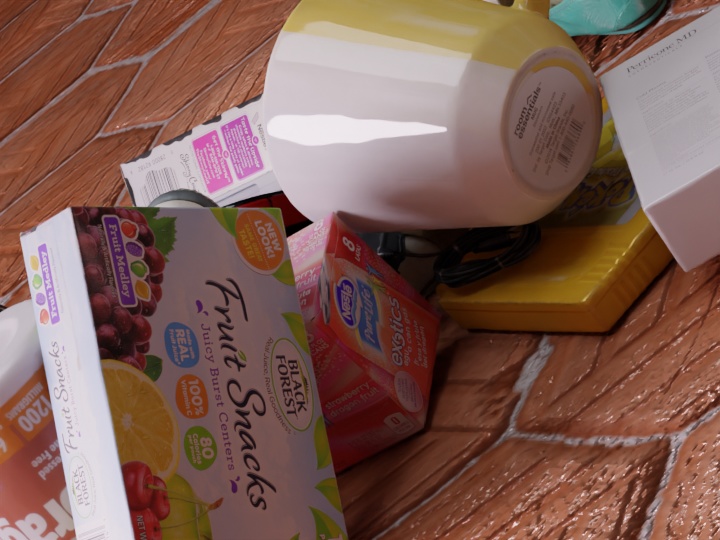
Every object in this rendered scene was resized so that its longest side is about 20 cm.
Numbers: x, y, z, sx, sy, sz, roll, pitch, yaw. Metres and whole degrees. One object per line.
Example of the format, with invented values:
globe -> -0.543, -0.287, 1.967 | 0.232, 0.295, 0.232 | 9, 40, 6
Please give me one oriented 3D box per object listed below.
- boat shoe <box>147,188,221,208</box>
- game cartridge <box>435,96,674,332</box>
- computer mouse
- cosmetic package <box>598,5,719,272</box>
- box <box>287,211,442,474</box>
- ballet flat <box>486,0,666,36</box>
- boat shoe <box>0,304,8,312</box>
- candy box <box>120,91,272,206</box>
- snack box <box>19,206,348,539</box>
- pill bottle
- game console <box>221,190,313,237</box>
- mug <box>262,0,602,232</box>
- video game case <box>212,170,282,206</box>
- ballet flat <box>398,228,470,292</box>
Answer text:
boat shoe -> -0.086, 0.005, 1.621 | 0.073, 0.200, 0.062 | -8, 54, 13
game cartridge -> 0.145, -0.045, 1.539 | 0.200, 0.032, 0.176 | -46, 19, -21
computer mouse -> 0.031, -0.003, 1.588 | 0.200, 0.034, 0.059 | -7, 48, 46
cosmetic package -> 0.230, -0.100, 1.416 | 0.200, 0.052, 0.151 | -30, 31, 13
box -> -0.064, 0.066, 1.558 | 0.200, 0.103, 0.095 | -30, 31, 31
ballet flat -> 0.125, -0.186, 1.839 | 0.067, 0.070, 0.200 | -50, 20, -26
boat shoe -> -0.210, 0.075, 1.710 | 0.065, 0.073, 0.200 | -55, 31, 21
candy box -> -0.048, -0.086, 1.875 | 0.200, 0.061, 0.136 | -24, -7, 42
snack box -> -0.088, 0.068, 1.405 | 0.142, 0.200, 0.053 | -1, -16, -44
pill bottle -> -0.142, 0.120, 1.452 | 0.112, 0.200, 0.112 | -36, 19, 14
game console -> -0.075, -0.023, 1.791 | 0.177, 0.031, 0.200 | -20, -2, -42
mug -> 0.047, -0.104, 1.507 | 0.149, 0.187, 0.153 | -26, 25, -39
video game case -> -0.051, -0.047, 1.833 | 0.200, 0.017, 0.143 | -23, -8, 42
ballet flat -> 0.000, 0.000, 1.684 | 0.200, 0.068, 0.072 | -24, 45, 41
